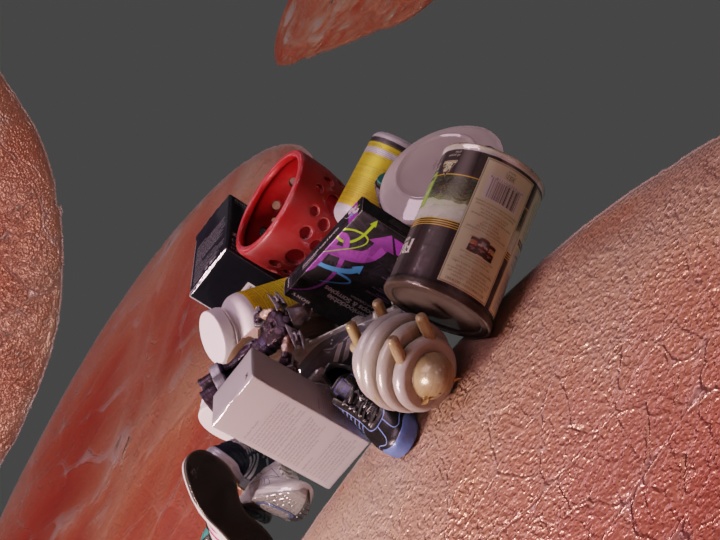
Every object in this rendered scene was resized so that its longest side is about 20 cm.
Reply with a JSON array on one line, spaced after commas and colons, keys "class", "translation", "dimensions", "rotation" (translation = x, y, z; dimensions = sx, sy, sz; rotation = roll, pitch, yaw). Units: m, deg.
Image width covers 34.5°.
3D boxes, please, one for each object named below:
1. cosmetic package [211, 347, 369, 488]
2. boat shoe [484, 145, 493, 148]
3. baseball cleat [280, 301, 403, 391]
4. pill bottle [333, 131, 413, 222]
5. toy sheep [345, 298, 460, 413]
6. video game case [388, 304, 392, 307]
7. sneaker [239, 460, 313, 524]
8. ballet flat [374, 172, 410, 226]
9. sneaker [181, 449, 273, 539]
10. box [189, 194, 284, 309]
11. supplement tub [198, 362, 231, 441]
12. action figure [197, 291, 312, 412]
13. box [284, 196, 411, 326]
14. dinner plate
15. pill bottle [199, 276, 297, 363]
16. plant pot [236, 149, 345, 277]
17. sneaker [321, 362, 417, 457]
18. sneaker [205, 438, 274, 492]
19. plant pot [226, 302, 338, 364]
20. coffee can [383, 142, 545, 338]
[{"class": "cosmetic package", "translation": [-0.095, 0.204, 1.591], "dimensions": [0.102, 0.199, 0.072], "rotation": [-49, 23, 20]}, {"class": "boat shoe", "translation": [0.137, -0.077, 1.588], "dimensions": [0.063, 0.073, 0.204], "rotation": [128, 165, -78]}, {"class": "baseball cleat", "translation": [-0.015, 0.123, 1.665], "dimensions": [0.198, 0.108, 0.070], "rotation": [-23, 2, 19]}, {"class": "pill bottle", "translation": [0.025, -0.111, 1.856], "dimensions": [0.202, 0.111, 0.112], "rotation": [-62, 21, -7]}, {"class": "toy sheep", "translation": [0.049, 0.113, 1.472], "dimensions": [0.199, 0.137, 0.139], "rotation": [22, 81, 55]}, {"class": "video game case", "translation": [0.049, 0.066, 1.699], "dimensions": [0.143, 0.018, 0.201], "rotation": [-50, 23, 22]}, {"class": "sneaker", "translation": [-0.122, 0.316, 1.691], "dimensions": [0.199, 0.074, 0.088], "rotation": [-20, 39, 59]}, {"class": "ballet flat", "translation": [0.093, -0.086, 1.729], "dimensions": [0.200, 0.072, 0.073], "rotation": [34, 93, 47]}, {"class": "sneaker", "translation": [-0.207, 0.356, 1.681], "dimensions": [0.083, 0.201, 0.120], "rotation": [-33, 1, -35]}, {"class": "box", "translation": [-0.192, 0.001, 2.083], "dimensions": [0.124, 0.199, 0.198], "rotation": [-48, 24, 21]}, {"class": "supplement tub", "translation": [-0.182, 0.173, 1.929], "dimensions": [0.132, 0.131, 0.202], "rotation": [-33, 32, 49]}, {"class": "action figure", "translation": [-0.143, 0.115, 1.642], "dimensions": [0.199, 0.069, 0.131], "rotation": [-40, 39, 9]}, {"class": "box", "translation": [0.000, 0.000, 1.676], "dimensions": [0.200, 0.142, 0.036], "rotation": [-45, 26, 34]}, {"class": "dinner plate", "translation": [0.114, -0.147, 1.697], "dimensions": [0.198, 0.024, 0.202], "rotation": [-18, 43, 17]}, {"class": "pill bottle", "translation": [-0.151, 0.080, 1.846], "dimensions": [0.112, 0.198, 0.114], "rotation": [29, 127, 48]}, {"class": "plant pot", "translation": [-0.086, -0.074, 1.964], "dimensions": [0.201, 0.181, 0.202], "rotation": [-48, 23, 28]}, {"class": "sneaker", "translation": [0.006, 0.182, 1.543], "dimensions": [0.071, 0.077, 0.200], "rotation": [-60, 27, 4]}, {"class": "sneaker", "translation": [-0.174, 0.271, 1.763], "dimensions": [0.109, 0.070, 0.200], "rotation": [-53, -17, -14]}, {"class": "plant pot", "translation": [-0.099, 0.142, 1.776], "dimensions": [0.201, 0.200, 0.093], "rotation": [-48, 63, 28]}, {"class": "coffee can", "translation": [0.133, -0.037, 1.466], "dimensions": [0.146, 0.145, 0.202], "rotation": [-12, 50, 63]}]
